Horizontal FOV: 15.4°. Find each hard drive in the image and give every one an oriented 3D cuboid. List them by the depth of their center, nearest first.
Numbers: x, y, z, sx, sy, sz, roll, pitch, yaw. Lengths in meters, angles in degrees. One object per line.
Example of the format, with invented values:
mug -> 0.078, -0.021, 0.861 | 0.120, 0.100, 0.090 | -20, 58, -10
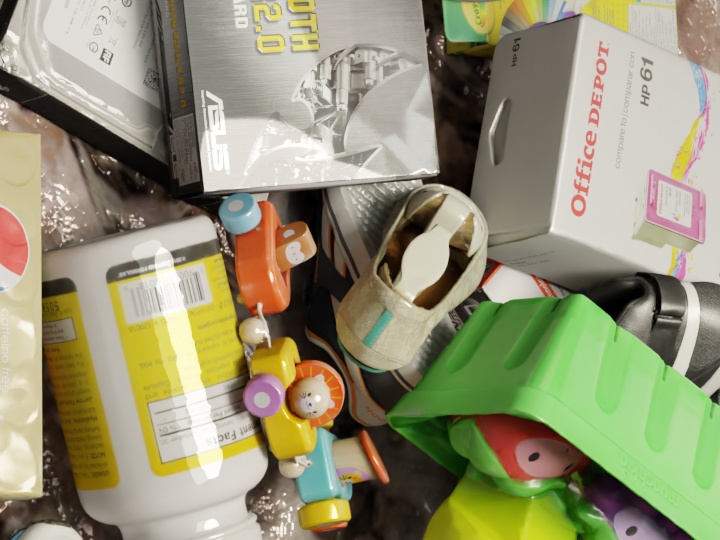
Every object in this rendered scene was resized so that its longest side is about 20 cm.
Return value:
hard drive -> -0.121, -0.133, 1.560 | 0.200, 0.038, 0.140 | 32, 66, -32

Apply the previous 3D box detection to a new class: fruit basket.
fruit basket -> 0.107, 0.140, 1.530 | 0.215, 0.155, 0.217 | 3, 85, -38

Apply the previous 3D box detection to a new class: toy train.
toy train -> -0.027, 0.055, 1.528 | 0.151, 0.055, 0.201 | -92, 166, -49

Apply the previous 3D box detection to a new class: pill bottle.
pill bottle -> -0.114, 0.077, 1.491 | 0.111, 0.111, 0.201 | -15, 94, -38

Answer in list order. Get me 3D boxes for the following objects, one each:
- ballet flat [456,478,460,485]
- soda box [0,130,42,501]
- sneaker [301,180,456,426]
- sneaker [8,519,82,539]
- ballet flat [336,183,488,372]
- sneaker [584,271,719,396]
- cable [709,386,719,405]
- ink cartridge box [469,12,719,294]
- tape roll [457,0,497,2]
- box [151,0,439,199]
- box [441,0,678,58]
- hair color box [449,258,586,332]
ballet flat -> 0.097, 0.158, 1.681 | 0.072, 0.072, 0.201 | -31, 103, -37
soda box -> -0.216, 0.025, 1.447 | 0.067, 0.064, 0.201 | 4, 81, -38
sneaker -> 0.000, 0.000, 1.621 | 0.078, 0.079, 0.201 | 14, 51, -38
sneaker -> -0.161, 0.236, 1.451 | 0.075, 0.086, 0.201 | 6, 79, -36
ballet flat -> 0.043, -0.009, 1.542 | 0.067, 0.062, 0.200 | 32, 34, -2
sneaker -> 0.149, 0.076, 1.656 | 0.111, 0.201, 0.073 | 16, 32, -25
cable -> 0.222, 0.135, 1.690 | 0.069, 0.200, 0.201 | 22, 92, -12
ink cartridge box -> 0.174, -0.058, 1.676 | 0.199, 0.084, 0.145 | 19, 73, -33
tape roll -> 0.076, -0.272, 1.662 | 0.199, 0.066, 0.202 | 1, 82, -11
box -> -0.041, -0.146, 1.552 | 0.157, 0.048, 0.201 | -5, 88, -27
box -> 0.122, -0.196, 1.755 | 0.199, 0.048, 0.118 | 2, 83, -40
hair color box -> 0.140, -0.011, 1.735 | 0.200, 0.061, 0.102 | -47, 113, -33
